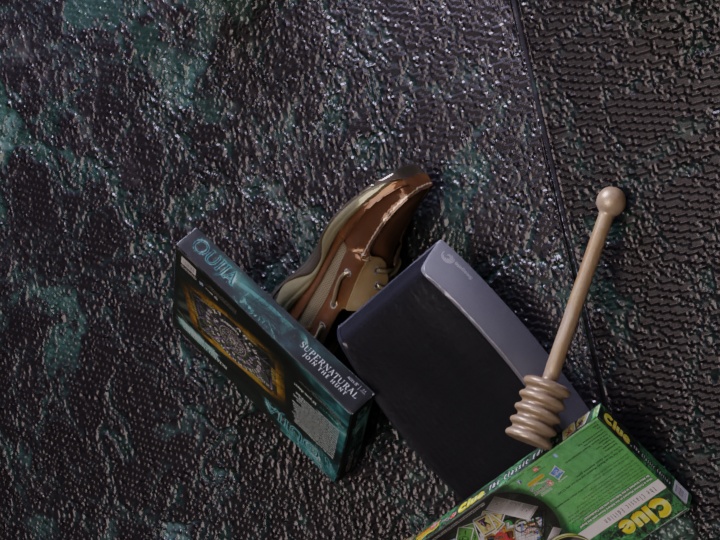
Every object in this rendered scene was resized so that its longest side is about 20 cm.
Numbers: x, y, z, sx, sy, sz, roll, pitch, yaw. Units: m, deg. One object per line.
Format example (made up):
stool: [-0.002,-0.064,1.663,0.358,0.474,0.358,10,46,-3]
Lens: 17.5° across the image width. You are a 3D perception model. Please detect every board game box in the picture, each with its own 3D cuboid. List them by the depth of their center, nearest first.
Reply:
board game box: [0.143,0.191,1.770,0.105,0.024,0.200,46,120,-11]
board game box: [-0.074,0.069,1.867,0.200,0.028,0.136,43,155,16]

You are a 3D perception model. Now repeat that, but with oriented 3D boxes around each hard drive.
hard drive: [0.080,0.092,1.788,0.135,0.042,0.200,-40,90,29]

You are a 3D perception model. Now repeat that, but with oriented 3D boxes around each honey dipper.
honey dipper: [0.159,0.033,1.732,0.038,0.038,0.201,17,82,30]

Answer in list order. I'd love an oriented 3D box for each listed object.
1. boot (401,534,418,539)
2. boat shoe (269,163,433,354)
boot: [0.007,0.312,1.872,0.154,0.072,0.202,-5,93,36]
boat shoe: [0.000,0.000,1.847,0.074,0.075,0.200,49,126,13]
